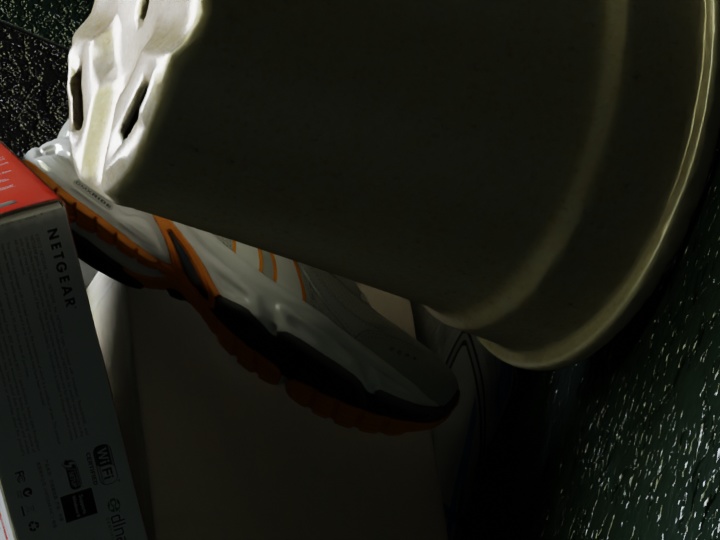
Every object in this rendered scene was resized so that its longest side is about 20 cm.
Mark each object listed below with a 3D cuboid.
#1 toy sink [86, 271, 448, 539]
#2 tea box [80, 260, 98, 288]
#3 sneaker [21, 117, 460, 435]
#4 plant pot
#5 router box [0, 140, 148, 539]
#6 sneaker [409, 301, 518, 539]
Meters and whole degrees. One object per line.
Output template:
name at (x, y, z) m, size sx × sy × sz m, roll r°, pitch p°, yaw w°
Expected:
toy sink at (-0.044, 0.095, 0.863) m, size 0.112 × 0.129 × 0.202 m, roll 138°, pitch 125°, yaw -64°
tea box at (-0.207, 0.067, 0.987) m, size 0.134 × 0.198 × 0.199 m, roll -35°, pitch -58°, yaw -66°
sneaker at (-0.035, -0.015, 0.788) m, size 0.092 × 0.199 × 0.076 m, roll -55°, pitch -2°, yaw -19°
plant pot at (0.000, -0.078, 0.699) m, size 0.200 × 0.182 × 0.203 m, roll -169°, pitch 90°, yaw -66°
router box at (-0.136, 0.053, 0.784) m, size 0.179 × 0.048 × 0.202 m, roll -145°, pitch 41°, yaw -65°
sneaker at (0.041, 0.072, 0.915) m, size 0.072 × 0.072 × 0.202 m, roll -138°, pitch 49°, yaw -56°
